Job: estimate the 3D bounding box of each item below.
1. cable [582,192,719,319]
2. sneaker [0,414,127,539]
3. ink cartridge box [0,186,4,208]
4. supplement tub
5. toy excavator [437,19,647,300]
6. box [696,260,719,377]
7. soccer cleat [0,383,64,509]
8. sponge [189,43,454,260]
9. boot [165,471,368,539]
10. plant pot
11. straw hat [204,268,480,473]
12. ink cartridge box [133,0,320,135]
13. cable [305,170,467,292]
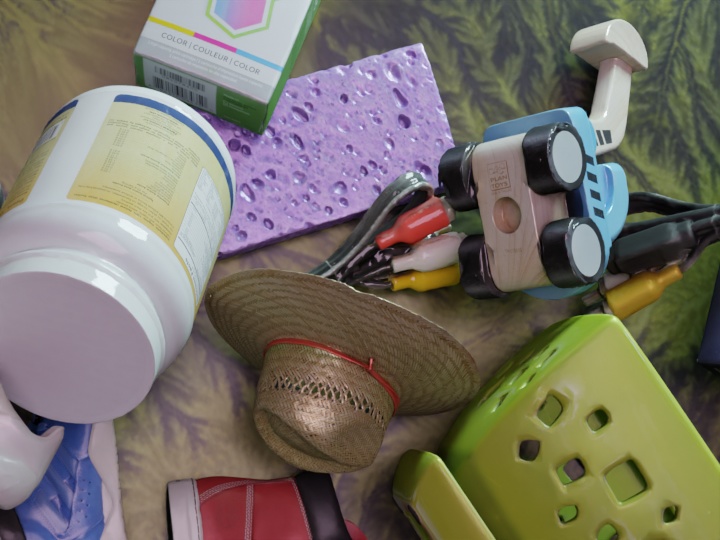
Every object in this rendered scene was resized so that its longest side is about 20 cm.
[{"bbox_3d":[0.246,-0.025,1.117,0.198,0.050,0.098,-16,45,25],"label":"cable"},{"bbox_3d":[-0.225,0.136,1.057,0.110,0.077,0.203,-7,89,-20],"label":"sneaker"},{"bbox_3d":[-0.299,0.027,1.026,0.083,0.145,0.203,12,80,-8],"label":"ink cartridge box"},{"bbox_3d":[-0.168,-0.013,1.014,0.143,0.145,0.201,21,39,-6],"label":"supplement tub"},{"bbox_3d":[0.153,-0.082,1.129,0.199,0.099,0.197,-10,89,-49],"label":"toy excavator"},{"bbox_3d":[0.370,-0.004,1.102,0.123,0.197,0.202,26,74,-46],"label":"box"},{"bbox_3d":[-0.266,0.062,0.924,0.200,0.069,0.078,45,70,-13],"label":"soccer cleat"},{"bbox_3d":[-0.030,-0.089,1.149,0.198,0.030,0.113,-17,84,-10],"label":"sponge"},{"bbox_3d":[-0.058,0.242,1.075,0.142,0.072,0.203,-2,79,-12],"label":"boot"},{"bbox_3d":[0.136,0.162,1.058,0.181,0.200,0.200,-34,89,-7],"label":"plant pot"},{"bbox_3d":[-0.025,0.087,1.032,0.199,0.201,0.086,20,62,-6],"label":"straw hat"},{"bbox_3d":[-0.080,-0.212,1.128,0.103,0.059,0.202,21,71,1],"label":"ink cartridge box"},{"bbox_3d":[0.000,0.000,1.116,0.199,0.050,0.098,-29,132,-17],"label":"cable"}]
